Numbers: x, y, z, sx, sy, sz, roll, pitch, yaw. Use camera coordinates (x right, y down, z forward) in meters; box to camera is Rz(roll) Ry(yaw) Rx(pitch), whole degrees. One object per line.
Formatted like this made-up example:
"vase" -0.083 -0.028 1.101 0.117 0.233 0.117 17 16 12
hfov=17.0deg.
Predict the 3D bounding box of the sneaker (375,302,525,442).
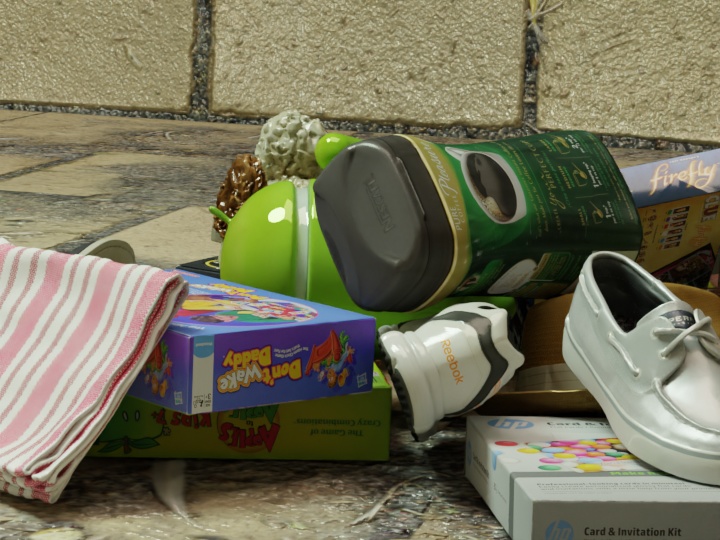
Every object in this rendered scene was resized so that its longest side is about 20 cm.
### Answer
"sneaker" 0.055 0.057 1.411 0.080 0.074 0.200 -22 1 -2

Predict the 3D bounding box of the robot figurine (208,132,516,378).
"robot figurine" 0.000 0.000 1.563 0.199 0.176 0.116 2 -2 -4

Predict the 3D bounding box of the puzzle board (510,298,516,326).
"puzzle board" 0.163 0.008 1.730 0.150 0.017 0.200 0 -33 -26

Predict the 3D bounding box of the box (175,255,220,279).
"box" -0.031 0.017 1.908 0.161 0.049 0.200 11 11 27

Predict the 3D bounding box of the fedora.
"fedora" 0.163 0.052 1.474 0.200 0.082 0.201 -1 -8 0

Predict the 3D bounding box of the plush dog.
"plush dog" -0.049 0.003 1.701 0.160 0.200 0.172 -38 -1 10

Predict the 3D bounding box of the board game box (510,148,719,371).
"board game box" 0.178 -0.004 1.665 0.135 0.035 0.200 -12 -30 -9

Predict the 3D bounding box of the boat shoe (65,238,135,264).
"boat shoe" -0.229 0.015 1.790 0.062 0.073 0.200 9 15 19

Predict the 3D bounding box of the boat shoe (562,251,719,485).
"boat shoe" 0.168 0.049 1.310 0.072 0.069 0.200 -4 25 -13

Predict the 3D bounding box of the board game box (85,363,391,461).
"board game box" -0.087 0.081 1.464 0.199 0.048 0.102 2 8 -8

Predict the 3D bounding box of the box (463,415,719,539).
"box" 0.149 0.119 1.307 0.155 0.041 0.200 1 7 -7

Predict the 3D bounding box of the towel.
"towel" -0.194 0.049 1.364 0.200 0.147 0.030 10 -28 49

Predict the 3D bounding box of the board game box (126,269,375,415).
"board game box" -0.106 0.039 1.424 0.134 0.045 0.200 -4 11 -39

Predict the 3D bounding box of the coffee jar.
"coffee jar" 0.070 -0.030 1.460 0.199 0.105 0.085 -3 -30 -39

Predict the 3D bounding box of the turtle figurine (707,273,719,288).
"turtle figurine" 0.326 0.003 1.745 0.161 0.200 0.064 -21 36 -3

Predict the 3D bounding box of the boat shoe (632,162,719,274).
"boat shoe" 0.272 0.000 1.837 0.200 0.072 0.068 44 -4 8

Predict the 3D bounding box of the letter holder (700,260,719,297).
"letter holder" 0.325 0.030 1.608 0.199 0.143 0.100 10 11 39
